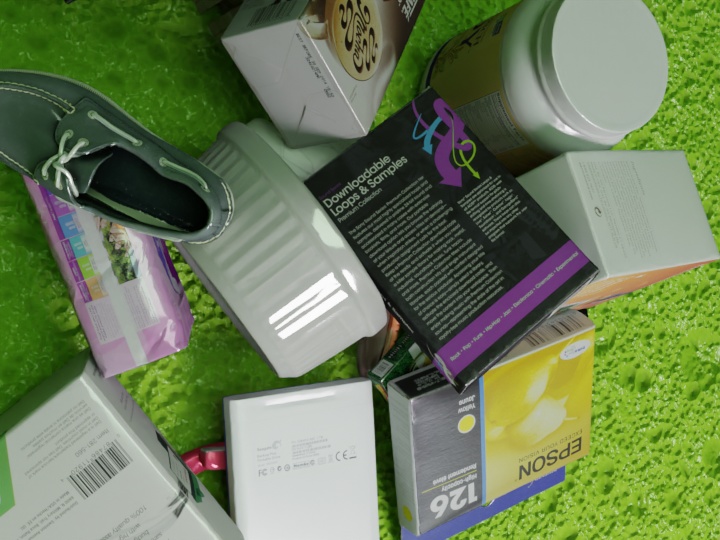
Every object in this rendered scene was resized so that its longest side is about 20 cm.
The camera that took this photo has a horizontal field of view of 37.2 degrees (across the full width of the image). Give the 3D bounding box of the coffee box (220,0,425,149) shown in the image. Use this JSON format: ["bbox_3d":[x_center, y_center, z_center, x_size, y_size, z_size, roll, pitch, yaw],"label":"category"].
[{"bbox_3d":[-0.020,-0.212,0.866,0.114,0.079,0.202,56,42,-37],"label":"coffee box"}]

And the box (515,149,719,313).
[{"bbox_3d":[0.196,-0.029,0.949,0.198,0.151,0.108,-7,76,-45],"label":"box"}]

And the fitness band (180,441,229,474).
[{"bbox_3d":[-0.093,0.219,0.908,0.197,0.037,0.146,4,90,-27],"label":"fitness band"}]

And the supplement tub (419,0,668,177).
[{"bbox_3d":[0.156,-0.162,0.942,0.143,0.199,0.148,3,83,-27],"label":"supplement tub"}]

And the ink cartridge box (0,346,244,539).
[{"bbox_3d":[-0.197,0.185,0.795,0.145,0.084,0.201,-37,104,-2],"label":"ink cartridge box"}]

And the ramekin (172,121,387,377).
[{"bbox_3d":[-0.075,-0.008,0.833,0.094,0.202,0.203,-38,107,-9],"label":"ramekin"}]

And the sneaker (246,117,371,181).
[{"bbox_3d":[-0.006,-0.084,0.895,0.198,0.078,0.100,30,75,9],"label":"sneaker"}]

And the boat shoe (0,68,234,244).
[{"bbox_3d":[-0.176,-0.075,0.704,0.198,0.062,0.074,27,99,-7],"label":"boat shoe"}]

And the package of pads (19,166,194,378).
[{"bbox_3d":[-0.192,-0.031,0.802,0.075,0.121,0.203,-20,101,-2],"label":"package of pads"}]

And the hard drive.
[{"bbox_3d":[-0.046,0.199,0.897,0.130,0.025,0.204,-5,95,-28],"label":"hard drive"}]

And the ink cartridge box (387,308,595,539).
[{"bbox_3d":[0.121,0.156,0.960,0.195,0.047,0.203,-20,120,-24],"label":"ink cartridge box"}]

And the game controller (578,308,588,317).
[{"bbox_3d":[0.133,0.066,1.024,0.197,0.042,0.106,9,86,-27],"label":"game controller"}]

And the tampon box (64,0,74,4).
[{"bbox_3d":[-0.138,-0.299,0.757,0.199,0.149,0.128,-34,106,-24],"label":"tampon box"}]

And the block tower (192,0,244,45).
[{"bbox_3d":[-0.135,-0.280,0.873,0.058,0.054,0.202,-37,106,-24],"label":"block tower"}]

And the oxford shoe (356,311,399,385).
[{"bbox_3d":[0.000,0.000,0.948,0.072,0.071,0.204,2,85,-8],"label":"oxford shoe"}]

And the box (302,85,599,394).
[{"bbox_3d":[0.064,-0.027,0.821,0.142,0.036,0.201,-37,78,-17],"label":"box"}]

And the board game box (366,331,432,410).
[{"bbox_3d":[0.084,0.124,0.971,0.105,0.023,0.201,-44,129,-17],"label":"board game box"}]
